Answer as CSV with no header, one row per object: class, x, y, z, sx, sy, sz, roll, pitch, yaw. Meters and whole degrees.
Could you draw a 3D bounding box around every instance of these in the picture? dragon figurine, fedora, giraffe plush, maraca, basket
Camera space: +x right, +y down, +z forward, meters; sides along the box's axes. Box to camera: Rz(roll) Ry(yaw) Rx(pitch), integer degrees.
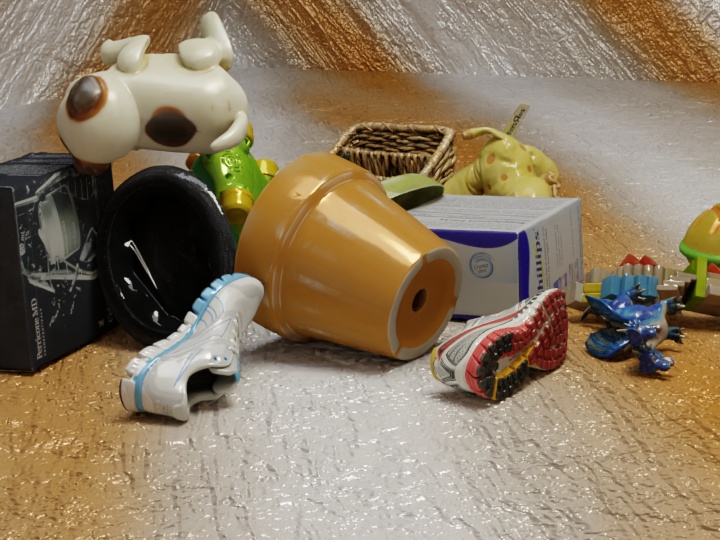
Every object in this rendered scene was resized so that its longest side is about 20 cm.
dragon figurine,0.261,0.053,1.502,0.098,0.060,0.199,-11,17,-30
fedora,-0.197,-0.013,1.627,0.198,0.203,0.091,3,1,26
giraffe plush,0.210,-0.089,1.930,0.171,0.202,0.163,-5,43,-21
maraca,0.461,-0.027,1.673,0.198,0.108,0.137,4,23,27
basket,0.025,-0.124,2.081,0.198,0.151,0.142,10,19,40

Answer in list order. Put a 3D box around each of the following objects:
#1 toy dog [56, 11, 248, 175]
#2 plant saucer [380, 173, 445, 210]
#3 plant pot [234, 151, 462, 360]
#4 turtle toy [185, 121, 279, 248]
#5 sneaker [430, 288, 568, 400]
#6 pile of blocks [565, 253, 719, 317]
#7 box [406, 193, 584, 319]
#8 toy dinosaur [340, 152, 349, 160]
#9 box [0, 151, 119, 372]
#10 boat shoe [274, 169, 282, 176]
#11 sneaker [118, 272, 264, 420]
toy dog,-0.233,-0.170,1.613,0.198,0.140,0.195,-12,53,-20
plant saucer,0.009,-0.069,1.805,0.198,0.031,0.200,-25,-10,-4
plant pot,0.000,0.000,1.550,0.182,0.202,0.199,25,28,33
turtle toy,-0.148,-0.072,1.744,0.100,0.201,0.147,-15,49,15
sneaker,0.141,0.064,1.452,0.081,0.079,0.199,6,17,37
pile of blocks,0.319,0.008,1.592,0.197,0.063,0.082,0,-23,17
box,0.143,-0.019,1.722,0.182,0.106,0.199,3,15,29
toy dinosaur,-0.022,-0.064,1.942,0.199,0.136,0.102,-30,20,12
box,-0.364,-0.015,1.630,0.123,0.203,0.196,2,15,24
boat shoe,-0.065,-0.097,1.777,0.060,0.076,0.200,-21,-10,5
sneaker,-0.141,0.081,1.441,0.086,0.076,0.200,18,46,26
